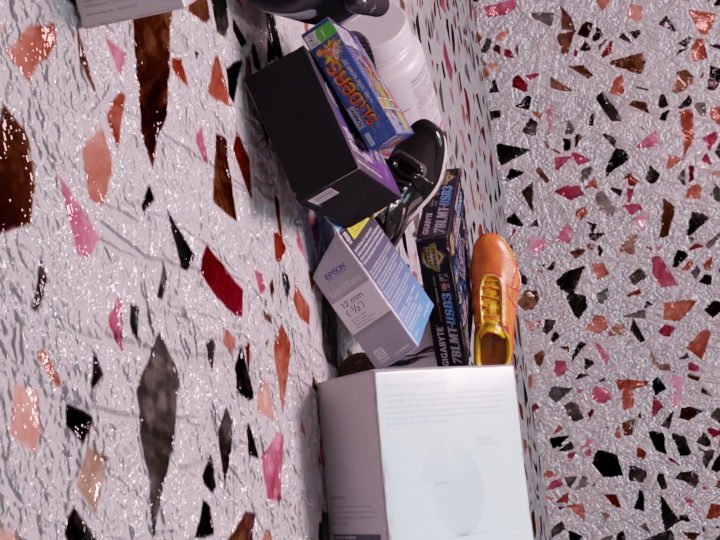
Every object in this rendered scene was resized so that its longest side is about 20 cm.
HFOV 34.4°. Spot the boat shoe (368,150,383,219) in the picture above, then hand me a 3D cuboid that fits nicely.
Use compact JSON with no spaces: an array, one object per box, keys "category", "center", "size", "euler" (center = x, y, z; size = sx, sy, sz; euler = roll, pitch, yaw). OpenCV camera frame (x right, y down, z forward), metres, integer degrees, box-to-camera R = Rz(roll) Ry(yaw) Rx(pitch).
[{"category":"boat shoe","center":[-0.002,-0.163,1.374],"size":[0.074,0.065,0.203],"euler":[145,-74,-79]}]

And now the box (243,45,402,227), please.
[{"category":"box","center":[-0.035,-0.136,1.231],"size":[0.143,0.078,0.200],"euler":[63,10,10]}]

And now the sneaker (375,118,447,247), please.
[{"category":"sneaker","center":[0.045,-0.093,1.464],"size":[0.202,0.075,0.087],"euler":[-64,169,17]}]

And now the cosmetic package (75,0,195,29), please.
[{"category":"cosmetic package","center":[-0.168,-0.286,0.817],"size":[0.108,0.083,0.203],"euler":[-65,145,-67]}]

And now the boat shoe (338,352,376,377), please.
[{"category":"boat shoe","center":[0.022,0.197,1.384],"size":[0.067,0.071,0.204],"euler":[7,74,-74]}]

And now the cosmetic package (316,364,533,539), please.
[{"category":"cosmetic package","center":[0.069,0.211,1.272],"size":[0.197,0.122,0.204],"euler":[2,79,-34]}]

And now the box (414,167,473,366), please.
[{"category":"box","center":[0.118,-0.005,1.568],"size":[0.201,0.049,0.201],"euler":[-75,157,-58]}]

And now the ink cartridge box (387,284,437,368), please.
[{"category":"ink cartridge box","center":[0.081,0.126,1.637],"size":[0.145,0.083,0.204],"euler":[-23,104,-77]}]

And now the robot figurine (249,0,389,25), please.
[{"category":"robot figurine","center":[-0.052,-0.320,1.194],"size":[0.199,0.123,0.153],"euler":[-9,86,-64]}]

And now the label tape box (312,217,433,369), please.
[{"category":"label tape box","center":[0.000,0.000,1.376],"size":[0.201,0.066,0.143],"euler":[53,19,-7]}]

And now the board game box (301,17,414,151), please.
[{"category":"board game box","center":[0.002,-0.196,1.245],"size":[0.137,0.034,0.200],"euler":[59,10,-1]}]

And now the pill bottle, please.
[{"category":"pill bottle","center":[0.041,-0.261,1.615],"size":[0.201,0.111,0.115],"euler":[68,20,-46]}]

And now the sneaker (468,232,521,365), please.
[{"category":"sneaker","center":[0.184,0.050,1.576],"size":[0.077,0.072,0.204],"euler":[-47,133,-80]}]

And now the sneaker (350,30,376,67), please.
[{"category":"sneaker","center":[-0.008,-0.215,1.488],"size":[0.089,0.073,0.203],"euler":[-77,166,-59]}]
